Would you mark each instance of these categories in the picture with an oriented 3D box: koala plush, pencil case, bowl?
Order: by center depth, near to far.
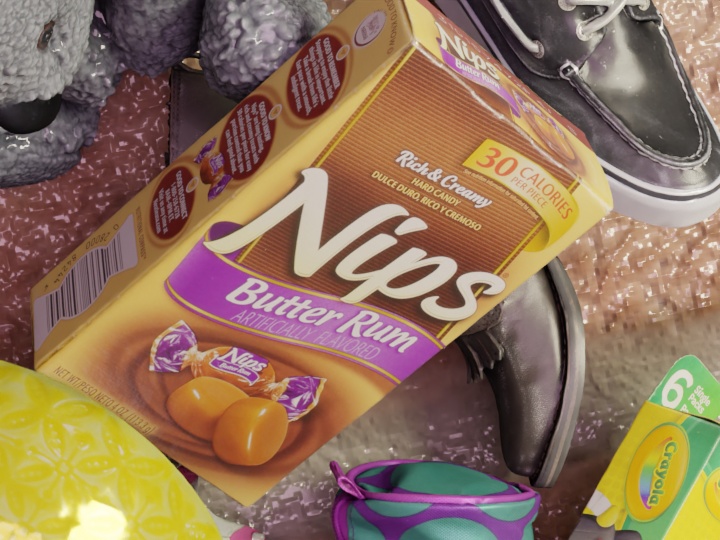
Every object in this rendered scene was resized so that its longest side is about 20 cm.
[{"bbox_3d":[-0.135,-0.120,0.860,0.177,0.200,0.184,-15,96,23],"label":"koala plush"},{"bbox_3d":[-0.158,0.140,0.895,0.200,0.108,0.200,10,127,13],"label":"bowl"},{"bbox_3d":[0.022,0.180,0.977,0.092,0.085,0.201,4,98,-14],"label":"pencil case"}]

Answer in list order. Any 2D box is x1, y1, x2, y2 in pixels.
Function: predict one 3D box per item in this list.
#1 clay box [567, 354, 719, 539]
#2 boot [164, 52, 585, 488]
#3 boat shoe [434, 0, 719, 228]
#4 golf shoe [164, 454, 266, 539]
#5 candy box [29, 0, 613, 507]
[{"bbox_3d":[0.125,0.146,0.972,0.115,0.048,0.200,44,72,-44],"label":"clay box"},{"bbox_3d":[0.000,0.000,0.984,0.174,0.069,0.201,-6,86,-6],"label":"boot"},{"bbox_3d":[0.085,-0.108,0.946,0.072,0.068,0.200,-26,71,-27],"label":"boat shoe"},{"bbox_3d":[-0.088,0.132,0.982,0.091,0.075,0.200,-16,116,34],"label":"golf shoe"},{"bbox_3d":[-0.018,-0.008,0.892,0.200,0.057,0.117,-41,124,19],"label":"candy box"}]
